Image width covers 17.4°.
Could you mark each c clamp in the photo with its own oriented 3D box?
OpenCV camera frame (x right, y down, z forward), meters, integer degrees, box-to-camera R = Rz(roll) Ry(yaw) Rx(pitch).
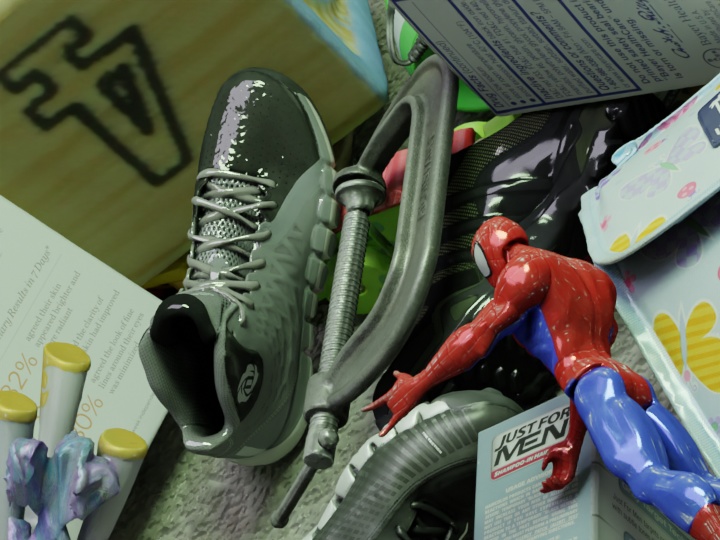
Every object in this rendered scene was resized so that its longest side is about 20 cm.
[{"bbox_3d":[0.000,0.000,1.109,0.171,0.027,0.201,130,156,-55],"label":"c clamp"}]

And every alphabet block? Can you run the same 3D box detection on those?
[{"bbox_3d":[-0.127,-0.143,1.277,0.200,0.196,0.196,-34,34,18],"label":"alphabet block"}]

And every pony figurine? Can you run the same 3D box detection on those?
[{"bbox_3d":[-0.153,0.156,1.085,0.193,0.166,0.201,44,123,59],"label":"pony figurine"}]

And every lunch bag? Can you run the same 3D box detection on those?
[{"bbox_3d":[0.184,-0.010,0.900,0.169,0.127,0.200,-36,51,15],"label":"lunch bag"}]

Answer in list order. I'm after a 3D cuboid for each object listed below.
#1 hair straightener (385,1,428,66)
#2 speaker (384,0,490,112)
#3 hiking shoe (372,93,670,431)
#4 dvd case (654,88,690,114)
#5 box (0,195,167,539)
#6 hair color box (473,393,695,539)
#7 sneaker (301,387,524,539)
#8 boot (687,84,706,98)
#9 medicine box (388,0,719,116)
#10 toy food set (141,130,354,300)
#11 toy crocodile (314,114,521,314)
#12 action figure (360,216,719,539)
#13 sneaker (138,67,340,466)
[{"bbox_3d":[0.088,-0.146,1.183,0.199,0.041,0.077,-28,26,-27],"label":"hair straightener"},{"bbox_3d":[0.054,-0.175,1.292,0.088,0.088,0.200,-32,36,22],"label":"speaker"},{"bbox_3d":[0.063,-0.006,1.103,0.200,0.076,0.101,-53,40,-8],"label":"hiking shoe"},{"bbox_3d":[0.216,-0.099,1.090,0.200,0.016,0.149,11,64,53],"label":"dvd case"},{"bbox_3d":[-0.210,0.051,1.232,0.153,0.200,0.106,-62,16,-24],"label":"box"},{"bbox_3d":[0.093,0.153,0.890,0.060,0.099,0.201,-26,38,30],"label":"hair color box"},{"bbox_3d":[0.005,0.137,1.043,0.200,0.066,0.091,-41,36,16],"label":"sneaker"},{"bbox_3d":[0.214,-0.130,1.062,0.175,0.066,0.200,-42,34,18],"label":"boot"},{"bbox_3d":[0.133,-0.181,1.048,0.199,0.103,0.183,-6,55,40],"label":"medicine box"},{"bbox_3d":[-0.081,-0.052,1.352,0.197,0.049,0.201,-14,45,40],"label":"toy food set"},{"bbox_3d":[0.021,-0.033,1.202,0.199,0.062,0.068,-26,38,31],"label":"toy crocodile"},{"bbox_3d":[0.078,0.069,0.845,0.099,0.065,0.200,-48,53,24],"label":"action figure"},{"bbox_3d":[-0.062,-0.003,1.149,0.075,0.115,0.201,-1,88,21],"label":"sneaker"}]
